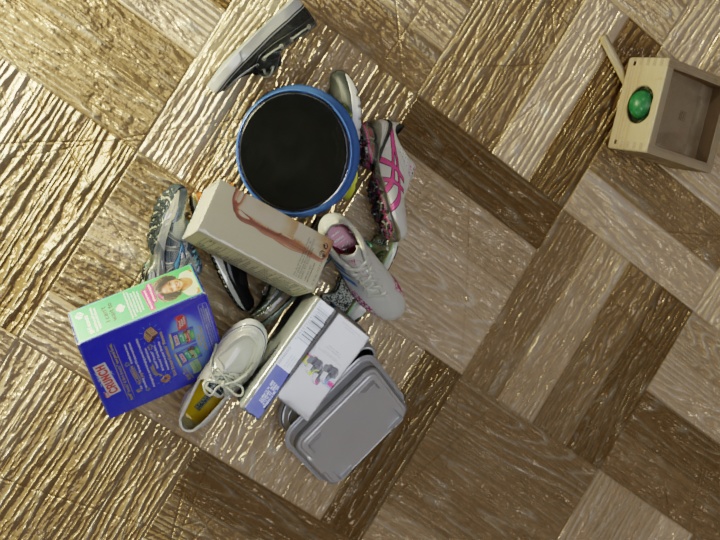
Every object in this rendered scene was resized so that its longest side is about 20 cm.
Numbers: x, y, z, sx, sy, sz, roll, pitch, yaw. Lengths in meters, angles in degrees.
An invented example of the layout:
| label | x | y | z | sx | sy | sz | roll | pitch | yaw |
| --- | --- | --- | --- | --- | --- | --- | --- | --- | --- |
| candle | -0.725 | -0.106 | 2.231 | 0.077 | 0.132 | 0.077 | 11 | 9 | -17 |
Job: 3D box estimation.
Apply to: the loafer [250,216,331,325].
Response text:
| label | x | y | z | sx | sy | sz | roll | pitch | yaw |
| --- | --- | --- | --- | --- | --- | --- | --- | --- | --- |
| loafer | -0.111 | 0.000 | 1.736 | 0.200 | 0.072 | 0.063 | -47 | 109 | -16 |

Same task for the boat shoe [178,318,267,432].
| label | x | y | z | sx | sy | sz | roll | pitch | yaw |
| --- | --- | --- | --- | --- | --- | --- | --- | --- | --- |
| boat shoe | -0.210 | 0.164 | 1.632 | 0.074 | 0.086 | 0.202 | 38 | 108 | -11 |

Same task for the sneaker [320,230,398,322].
| label | x | y | z | sx | sy | sz | roll | pitch | yaw |
| --- | --- | --- | --- | --- | --- | --- | --- | --- | --- |
| sneaker | -0.001 | -0.014 | 1.770 | 0.087 | 0.077 | 0.203 | 27 | 87 | -10 |

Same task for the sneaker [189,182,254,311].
| label | x | y | z | sx | sy | sz | roll | pitch | yaw |
| --- | --- | --- | --- | --- | --- | --- | --- | --- | --- |
| sneaker | -0.192 | -0.038 | 1.704 | 0.089 | 0.070 | 0.203 | -25 | 102 | -9 |

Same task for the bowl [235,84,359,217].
| label | x | y | z | sx | sy | sz | roll | pitch | yaw |
| --- | --- | --- | --- | --- | --- | --- | --- | --- | --- |
| bowl | -0.099 | -0.183 | 1.689 | 0.196 | 0.039 | 0.205 | 1 | 97 | 8 |

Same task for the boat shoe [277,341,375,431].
| label | x | y | z | sx | sy | sz | roll | pitch | yaw |
| --- | --- | --- | --- | --- | --- | --- | --- | --- | --- |
| boat shoe | -0.056 | 0.186 | 1.777 | 0.074 | 0.065 | 0.201 | 43 | 84 | -18 |

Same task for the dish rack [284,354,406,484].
| label | x | y | z | sx | sy | sz | roll | pitch | yaw |
| --- | --- | --- | --- | --- | --- | --- | --- | --- | --- |
| dish rack | -0.014 | 0.250 | 1.773 | 0.200 | 0.043 | 0.172 | -43 | 136 | -7 |

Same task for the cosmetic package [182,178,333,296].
| label | x | y | z | sx | sy | sz | roll | pitch | yaw |
| --- | --- | --- | --- | --- | --- | --- | --- | --- | --- |
| cosmetic package | -0.152 | -0.046 | 1.634 | 0.198 | 0.103 | 0.089 | 28 | 75 | -19 |

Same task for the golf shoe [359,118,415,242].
| label | x | y | z | sx | sy | sz | roll | pitch | yaw |
| --- | --- | --- | --- | --- | --- | --- | --- | --- | --- |
| golf shoe | 0.053 | -0.146 | 1.739 | 0.090 | 0.073 | 0.204 | -9 | 79 | -17 |

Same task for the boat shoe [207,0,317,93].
| label | x | y | z | sx | sy | sz | roll | pitch | yaw |
| --- | --- | --- | --- | --- | --- | --- | --- | --- | --- |
| boat shoe | -0.148 | -0.332 | 1.680 | 0.200 | 0.071 | 0.064 | -45 | 106 | -9 |

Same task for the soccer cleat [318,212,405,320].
| label | x | y | z | sx | sy | sz | roll | pitch | yaw |
| --- | --- | --- | --- | --- | --- | --- | --- | --- | --- |
| soccer cleat | 0.000 | 0.000 | 1.694 | 0.069 | 0.086 | 0.201 | -37 | 99 | 1 |

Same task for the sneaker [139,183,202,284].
| label | x | y | z | sx | sy | sz | roll | pitch | yaw |
| --- | --- | --- | --- | --- | --- | --- | --- | --- | --- |
| sneaker | -0.284 | -0.032 | 1.683 | 0.085 | 0.078 | 0.204 | 8 | 104 | -24 |

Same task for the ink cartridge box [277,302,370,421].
| label | x | y | z | sx | sy | sz | roll | pitch | yaw |
| --- | --- | --- | --- | --- | --- | --- | --- | --- | --- |
| ink cartridge box | -0.075 | 0.155 | 1.693 | 0.067 | 0.115 | 0.201 | 38 | 90 | -9 |

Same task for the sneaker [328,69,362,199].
| label | x | y | z | sx | sy | sz | roll | pitch | yaw |
| --- | --- | --- | --- | --- | --- | --- | --- | --- | --- |
| sneaker | -0.045 | -0.212 | 1.725 | 0.083 | 0.074 | 0.205 | -2 | 98 | -16 |

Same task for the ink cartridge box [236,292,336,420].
| label | x | y | z | sx | sy | sz | roll | pitch | yaw |
| --- | --- | --- | --- | --- | --- | --- | --- | --- | --- |
| ink cartridge box | -0.118 | 0.124 | 1.678 | 0.043 | 0.200 | 0.198 | 35 | 87 | -8 |

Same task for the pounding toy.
| label | x | y | z | sx | sy | sz | roll | pitch | yaw |
| --- | --- | --- | --- | --- | --- | --- | --- | --- | --- |
| pounding toy | 0.502 | -0.285 | 1.868 | 0.197 | 0.142 | 0.188 | 12 | 94 | -29 |

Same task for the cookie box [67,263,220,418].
| label | x | y | z | sx | sy | sz | roll | pitch | yaw |
| --- | --- | --- | --- | --- | --- | --- | --- | --- | --- |
| cookie box | -0.316 | 0.106 | 1.645 | 0.197 | 0.076 | 0.173 | -22 | 135 | -14 |
